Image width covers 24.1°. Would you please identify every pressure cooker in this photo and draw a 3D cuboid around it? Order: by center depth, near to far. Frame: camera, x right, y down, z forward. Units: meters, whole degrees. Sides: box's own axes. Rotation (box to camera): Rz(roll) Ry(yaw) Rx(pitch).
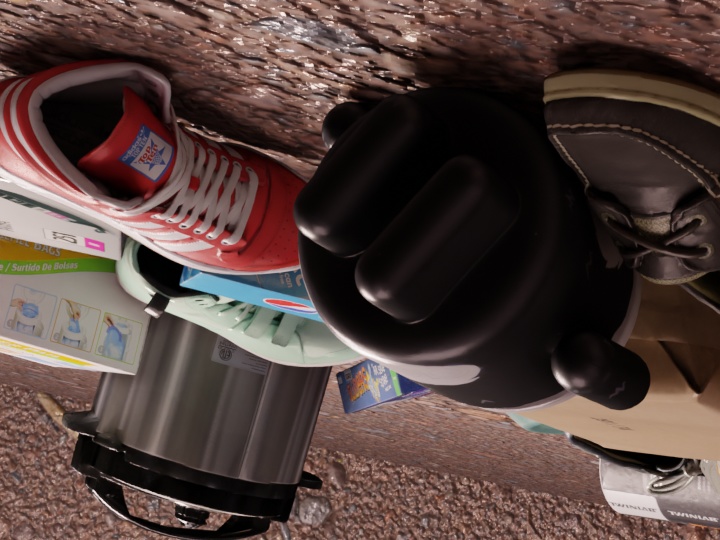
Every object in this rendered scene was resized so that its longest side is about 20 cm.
[{"bbox_3d":[-0.122,0.108,1.298,0.176,0.200,0.179,15,180,25],"label":"pressure cooker"}]

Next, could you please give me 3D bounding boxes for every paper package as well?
[{"bbox_3d":[0.161,0.038,0.917,0.190,0.104,0.200,3,166,42],"label":"paper package"}]

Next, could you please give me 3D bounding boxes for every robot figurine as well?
[{"bbox_3d":[0.051,-0.008,0.741,0.125,0.150,0.200,-11,160,23],"label":"robot figurine"}]

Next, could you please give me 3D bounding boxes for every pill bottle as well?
[{"bbox_3d":[0.322,0.177,1.494,0.200,0.106,0.106,4,167,39],"label":"pill bottle"}]

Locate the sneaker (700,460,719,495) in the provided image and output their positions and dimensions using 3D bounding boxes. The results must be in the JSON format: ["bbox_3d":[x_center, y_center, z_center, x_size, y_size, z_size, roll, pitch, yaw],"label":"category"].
[{"bbox_3d":[0.245,0.116,1.083,0.092,0.076,0.200,19,155,49],"label":"sneaker"}]

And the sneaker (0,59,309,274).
[{"bbox_3d":[-0.087,-0.046,0.825,0.200,0.071,0.112,18,171,-23],"label":"sneaker"}]

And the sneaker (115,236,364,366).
[{"bbox_3d":[-0.070,0.021,1.152,0.200,0.074,0.118,16,175,-8],"label":"sneaker"}]

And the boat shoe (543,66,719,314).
[{"bbox_3d":[0.135,-0.026,0.695,0.072,0.066,0.201,5,168,35],"label":"boat shoe"}]

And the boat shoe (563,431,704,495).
[{"bbox_3d":[0.215,0.116,1.183,0.200,0.075,0.062,24,-151,-30],"label":"boat shoe"}]

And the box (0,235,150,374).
[{"bbox_3d":[-0.256,0.001,1.192,0.200,0.102,0.112,20,167,-40],"label":"box"}]

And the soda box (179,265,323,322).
[{"bbox_3d":[0.000,0.000,1.000,0.200,0.064,0.068,14,169,-15],"label":"soda box"}]

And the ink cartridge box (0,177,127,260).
[{"bbox_3d":[-0.223,-0.058,1.004,0.173,0.044,0.200,12,170,-6],"label":"ink cartridge box"}]

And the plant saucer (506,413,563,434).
[{"bbox_3d":[0.196,0.101,1.285,0.200,0.036,0.200,-1,169,0],"label":"plant saucer"}]

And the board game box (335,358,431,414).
[{"bbox_3d":[0.067,0.068,1.230,0.135,0.035,0.200,-12,174,-14],"label":"board game box"}]
